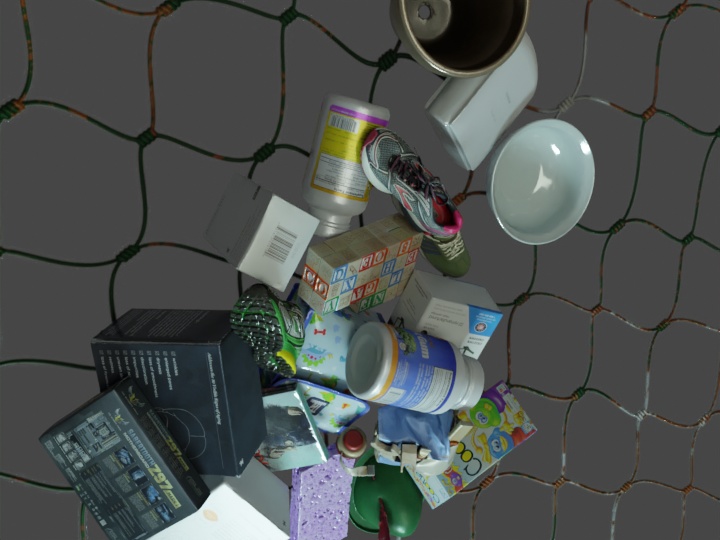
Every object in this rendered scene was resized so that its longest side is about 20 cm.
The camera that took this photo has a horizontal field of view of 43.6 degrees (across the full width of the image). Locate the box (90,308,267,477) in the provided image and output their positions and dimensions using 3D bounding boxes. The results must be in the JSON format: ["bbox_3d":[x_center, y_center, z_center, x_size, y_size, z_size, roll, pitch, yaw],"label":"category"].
[{"bbox_3d":[-0.249,0.168,1.262,0.192,0.124,0.205,1,109,17],"label":"box"}]

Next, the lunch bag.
[{"bbox_3d":[-0.060,0.149,1.394,0.167,0.128,0.203,22,105,-25],"label":"lunch bag"}]

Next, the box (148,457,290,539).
[{"bbox_3d":[-0.225,0.375,1.356,0.199,0.107,0.152,-37,118,14],"label":"box"}]

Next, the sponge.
[{"bbox_3d":[-0.064,0.378,1.469,0.110,0.030,0.204,-18,126,-36],"label":"sponge"}]

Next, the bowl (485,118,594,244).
[{"bbox_3d":[0.277,-0.151,1.471,0.197,0.090,0.206,-7,107,-23],"label":"bowl"}]

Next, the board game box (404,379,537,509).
[{"bbox_3d":[0.180,0.291,1.511,0.198,0.103,0.106,-31,76,-23],"label":"board game box"}]

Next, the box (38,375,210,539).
[{"bbox_3d":[-0.320,0.266,1.224,0.156,0.051,0.202,-31,98,23],"label":"box"}]

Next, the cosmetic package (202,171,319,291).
[{"bbox_3d":[-0.142,-0.058,1.249,0.080,0.199,0.115,27,90,-28],"label":"cosmetic package"}]

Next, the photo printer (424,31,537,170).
[{"bbox_3d":[0.195,-0.272,1.376,0.201,0.069,0.166,-51,151,-4],"label":"photo printer"}]

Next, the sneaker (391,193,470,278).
[{"bbox_3d":[0.126,-0.055,1.431,0.067,0.090,0.201,-42,117,-8],"label":"sneaker"}]

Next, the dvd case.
[{"bbox_3d":[-0.161,0.249,1.368,0.196,0.022,0.148,-11,119,16],"label":"dvd case"}]

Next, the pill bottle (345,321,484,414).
[{"bbox_3d":[0.084,0.149,1.329,0.197,0.112,0.114,16,99,-32],"label":"pill bottle"}]

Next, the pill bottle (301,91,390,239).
[{"bbox_3d":[-0.028,-0.152,1.327,0.102,0.104,0.204,11,101,-26],"label":"pill bottle"}]

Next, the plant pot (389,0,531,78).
[{"bbox_3d":[0.120,-0.375,1.280,0.195,0.174,0.205,-3,100,-15],"label":"plant pot"}]

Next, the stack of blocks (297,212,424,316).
[{"bbox_3d":[0.000,0.000,1.348,0.198,0.058,0.117,-22,139,-42],"label":"stack of blocks"}]

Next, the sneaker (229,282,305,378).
[{"bbox_3d":[-0.120,0.067,1.218,0.201,0.076,0.087,80,28,-62],"label":"sneaker"}]

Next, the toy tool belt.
[{"bbox_3d":[0.066,0.250,1.377,0.195,0.123,0.128,1,65,-10],"label":"toy tool belt"}]

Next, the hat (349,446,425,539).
[{"bbox_3d":[0.077,0.410,1.495,0.162,0.176,0.205,-1,106,-23],"label":"hat"}]

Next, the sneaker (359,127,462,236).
[{"bbox_3d":[0.078,-0.129,1.297,0.200,0.074,0.081,44,76,-29],"label":"sneaker"}]

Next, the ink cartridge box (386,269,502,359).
[{"bbox_3d":[0.115,0.116,1.445,0.143,0.085,0.203,12,117,-29],"label":"ink cartridge box"}]
